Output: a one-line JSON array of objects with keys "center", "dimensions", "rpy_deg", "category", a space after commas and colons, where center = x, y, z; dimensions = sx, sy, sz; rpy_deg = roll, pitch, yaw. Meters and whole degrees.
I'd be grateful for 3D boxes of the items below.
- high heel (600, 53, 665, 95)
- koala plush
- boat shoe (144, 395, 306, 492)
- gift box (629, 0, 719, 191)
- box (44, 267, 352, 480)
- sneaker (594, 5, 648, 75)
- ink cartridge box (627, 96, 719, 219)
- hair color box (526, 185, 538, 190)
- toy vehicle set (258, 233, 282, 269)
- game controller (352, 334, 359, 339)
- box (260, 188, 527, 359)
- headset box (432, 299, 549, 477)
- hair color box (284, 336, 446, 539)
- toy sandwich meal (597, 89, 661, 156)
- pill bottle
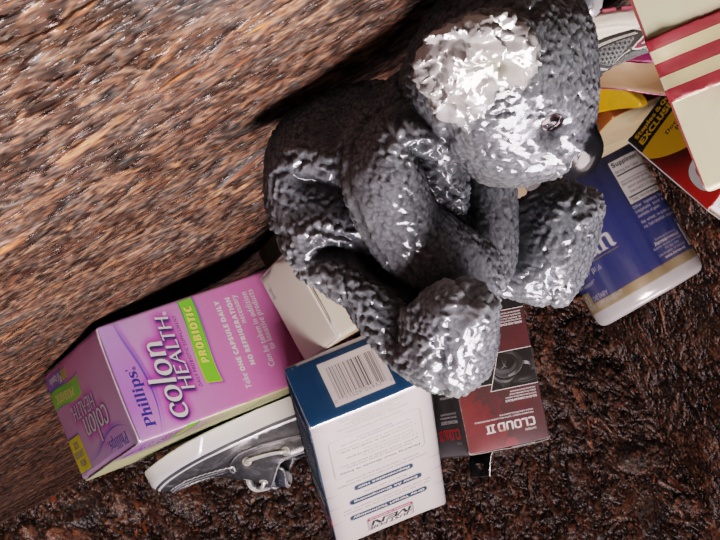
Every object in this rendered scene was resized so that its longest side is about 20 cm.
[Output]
[{"center": [0.201, -0.138, 1.575], "dimensions": [0.199, 0.097, 0.067], "rpy_deg": [-29, 176, -17], "category": "high heel"}, {"center": [0.055, -0.077, 1.097], "dimensions": [0.177, 0.183, 0.200], "rpy_deg": [-39, 164, -50], "category": "koala plush"}, {"center": [-0.079, 0.150, 1.724], "dimensions": [0.199, 0.068, 0.072], "rpy_deg": [-23, 174, 3], "category": "boat shoe"}, {"center": [0.282, -0.167, 1.281], "dimensions": [0.186, 0.186, 0.200], "rpy_deg": [-22, -177, 23], "category": "gift box"}, {"center": [-0.132, 0.079, 1.700], "dimensions": [0.199, 0.097, 0.176], "rpy_deg": [-20, 174, -25], "category": "box"}, {"center": [0.131, -0.120, 1.463], "dimensions": [0.199, 0.075, 0.081], "rpy_deg": [-30, 176, -5], "category": "sneaker"}, {"center": [0.316, -0.148, 1.668], "dimensions": [0.200, 0.084, 0.176], "rpy_deg": [-54, -145, 10], "category": "ink cartridge box"}, {"center": [0.096, -0.060, 1.806], "dimensions": [0.108, 0.065, 0.200], "rpy_deg": [-4, 171, -6], "category": "hair color box"}, {"center": [-0.007, -0.051, 1.676], "dimensions": [0.124, 0.027, 0.200], "rpy_deg": [-29, 176, -17], "category": "toy vehicle set"}, {"center": [0.000, 0.000, 1.793], "dimensions": [0.104, 0.042, 0.200], "rpy_deg": [-43, -166, 11], "category": "game controller"}, {"center": [0.031, -0.016, 1.622], "dimensions": [0.199, 0.078, 0.095], "rpy_deg": [-29, 176, -22], "category": "box"}, {"center": [0.086, 0.073, 1.761], "dimensions": [0.077, 0.201, 0.149], "rpy_deg": [-9, 177, -16], "category": "headset box"}, {"center": [0.006, 0.131, 1.639], "dimensions": [0.099, 0.061, 0.200], "rpy_deg": [-21, 146, -8], "category": "hair color box"}, {"center": [0.225, -0.153, 1.758], "dimensions": [0.204, 0.071, 0.205], "rpy_deg": [-30, 176, -2], "category": "toy sandwich meal"}, {"center": [0.216, -0.061, 1.915], "dimensions": [0.111, 0.201, 0.111], "rpy_deg": [-29, 175, -3], "category": "pill bottle"}]
